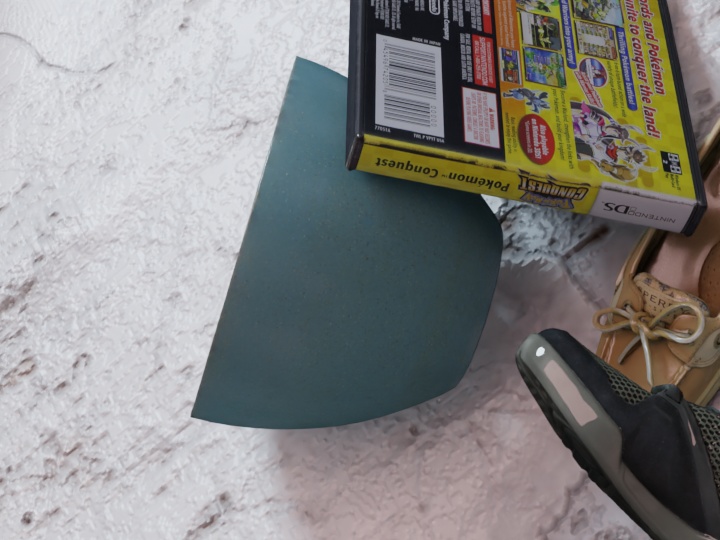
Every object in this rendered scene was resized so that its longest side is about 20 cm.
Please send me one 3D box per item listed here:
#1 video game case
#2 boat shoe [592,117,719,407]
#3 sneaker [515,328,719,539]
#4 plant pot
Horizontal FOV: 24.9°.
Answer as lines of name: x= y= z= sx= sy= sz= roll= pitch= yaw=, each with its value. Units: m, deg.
video game case: x=0.082 y=-0.110 z=0.859 sx=0.180 sy=0.026 sz=0.201 roll=10 pitch=45 yaw=-9
boat shoe: x=0.170 y=-0.003 z=0.848 sx=0.073 sy=0.063 sz=0.201 roll=21 pitch=82 yaw=31
sneaker: x=0.171 y=0.081 z=0.785 sx=0.199 sy=0.076 sz=0.114 roll=43 pitch=85 yaw=8
plant pot: x=0.000 y=0.000 z=0.880 sx=0.134 sy=0.200 sz=0.201 roll=16 pitch=76 yaw=-4
